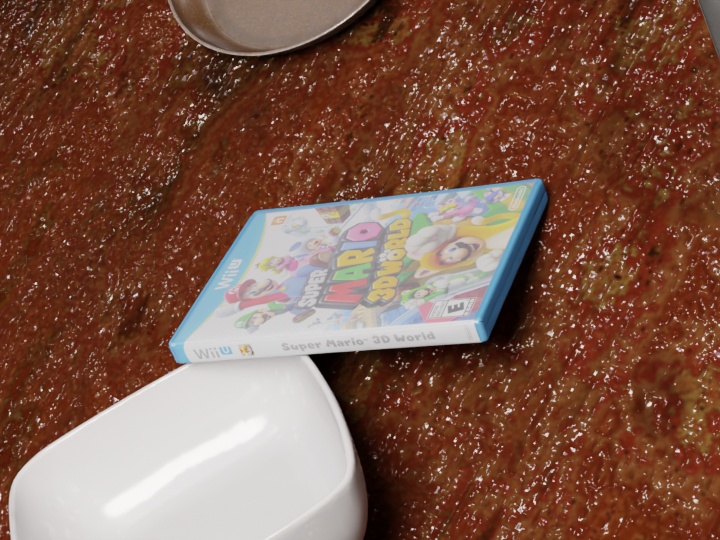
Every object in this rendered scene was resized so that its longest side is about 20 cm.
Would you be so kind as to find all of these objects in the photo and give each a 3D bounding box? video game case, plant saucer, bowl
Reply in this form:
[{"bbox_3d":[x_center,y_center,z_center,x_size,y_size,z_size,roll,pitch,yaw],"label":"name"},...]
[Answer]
[{"bbox_3d":[0.000,0.000,1.063,0.200,0.018,0.143,-6,34,27],"label":"video game case"},{"bbox_3d":[-0.043,-0.228,1.246,0.200,0.032,0.200,-14,58,23],"label":"plant saucer"},{"bbox_3d":[-0.090,0.138,1.006,0.200,0.075,0.200,-31,31,-1],"label":"bowl"}]

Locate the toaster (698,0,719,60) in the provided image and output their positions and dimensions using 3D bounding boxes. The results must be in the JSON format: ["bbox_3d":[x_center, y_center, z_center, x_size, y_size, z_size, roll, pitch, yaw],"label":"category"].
[{"bbox_3d":[0.301,-0.199,0.982,0.181,0.119,0.200,16,72,34],"label":"toaster"}]
